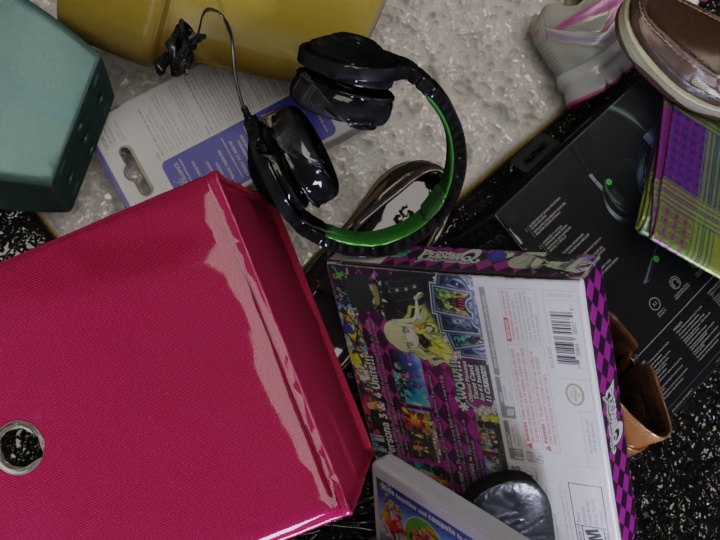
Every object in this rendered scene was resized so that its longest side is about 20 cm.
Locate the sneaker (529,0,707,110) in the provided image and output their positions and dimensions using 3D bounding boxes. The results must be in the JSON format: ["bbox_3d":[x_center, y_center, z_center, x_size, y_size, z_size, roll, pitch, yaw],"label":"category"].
[{"bbox_3d":[0.211,-0.219,0.835,0.200,0.081,0.088,-42,93,-13],"label":"sneaker"}]

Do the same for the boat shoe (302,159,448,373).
[{"bbox_3d":[0.000,0.000,0.771,0.074,0.073,0.201,32,78,-5],"label":"boat shoe"}]

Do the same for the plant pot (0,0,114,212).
[{"bbox_3d":[-0.270,-0.118,0.693,0.198,0.141,0.143,20,80,-4],"label":"plant pot"}]

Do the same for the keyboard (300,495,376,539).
[{"bbox_3d":[-0.038,0.230,0.763,0.197,0.021,0.129,-3,84,-12],"label":"keyboard"}]

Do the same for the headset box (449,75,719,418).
[{"bbox_3d":[0.189,-0.016,0.789,0.174,0.093,0.200,-42,93,-20],"label":"headset box"}]

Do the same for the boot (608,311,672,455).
[{"bbox_3d":[0.159,0.120,0.737,0.076,0.155,0.202,-31,92,-37],"label":"boot"}]

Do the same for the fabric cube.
[{"bbox_3d":[-0.121,0.075,0.653,0.197,0.200,0.198,-22,87,4],"label":"fabric cube"}]

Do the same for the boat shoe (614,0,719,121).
[{"bbox_3d":[0.270,-0.139,0.735,0.201,0.075,0.075,28,59,-16],"label":"boat shoe"}]

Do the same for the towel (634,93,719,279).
[{"bbox_3d":[0.263,-0.075,0.764,0.142,0.023,0.202,26,60,-18],"label":"towel"}]

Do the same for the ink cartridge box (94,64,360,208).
[{"bbox_3d":[-0.092,-0.107,0.787,0.199,0.037,0.095,-29,88,-15],"label":"ink cartridge box"}]

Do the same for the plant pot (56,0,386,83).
[{"bbox_3d":[-0.074,-0.212,0.708,0.187,0.201,0.203,23,79,-9],"label":"plant pot"}]

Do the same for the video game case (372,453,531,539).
[{"bbox_3d":[0.063,0.231,0.681,0.018,0.143,0.202,-20,118,-34],"label":"video game case"}]

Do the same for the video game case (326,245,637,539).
[{"bbox_3d":[0.078,0.081,0.695,0.036,0.179,0.202,-41,125,-46],"label":"video game case"}]

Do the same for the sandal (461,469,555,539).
[{"bbox_3d":[0.105,0.224,0.684,0.075,0.048,0.203,-20,111,-7],"label":"sandal"}]

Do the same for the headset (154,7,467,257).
[{"bbox_3d":[-0.026,-0.085,0.640,0.199,0.094,0.124,33,107,-14],"label":"headset"}]
